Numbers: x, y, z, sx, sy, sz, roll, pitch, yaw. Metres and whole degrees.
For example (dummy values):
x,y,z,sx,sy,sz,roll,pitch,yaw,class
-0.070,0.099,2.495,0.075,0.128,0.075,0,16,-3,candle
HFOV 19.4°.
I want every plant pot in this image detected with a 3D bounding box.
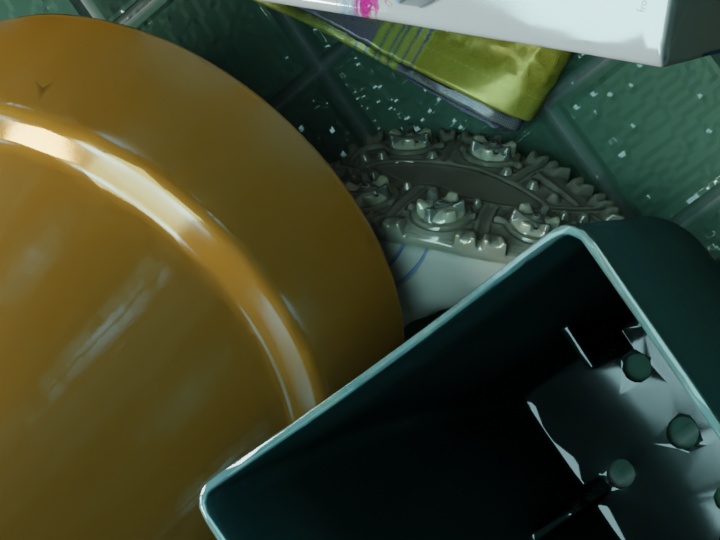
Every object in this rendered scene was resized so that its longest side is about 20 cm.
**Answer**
x,y,z,sx,sy,sz,roll,pitch,yaw,class
-0.114,0.049,0.686,0.200,0.183,0.200,19,136,19,plant pot
0.080,0.071,0.657,0.141,0.200,0.141,-37,82,22,plant pot

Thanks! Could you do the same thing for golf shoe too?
x,y,z,sx,sy,sz,roll,pitch,yaw,class
0.000,0.000,0.760,0.200,0.078,0.097,8,118,25,golf shoe

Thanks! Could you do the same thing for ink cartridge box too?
x,y,z,sx,sy,sz,roll,pitch,yaw,class
0.020,-0.115,0.677,0.200,0.115,0.068,12,102,20,ink cartridge box

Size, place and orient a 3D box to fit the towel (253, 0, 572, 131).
x,y,z,sx,sy,sz,roll,pitch,yaw,class
0.040,-0.161,0.737,0.144,0.023,0.200,32,108,15,towel
